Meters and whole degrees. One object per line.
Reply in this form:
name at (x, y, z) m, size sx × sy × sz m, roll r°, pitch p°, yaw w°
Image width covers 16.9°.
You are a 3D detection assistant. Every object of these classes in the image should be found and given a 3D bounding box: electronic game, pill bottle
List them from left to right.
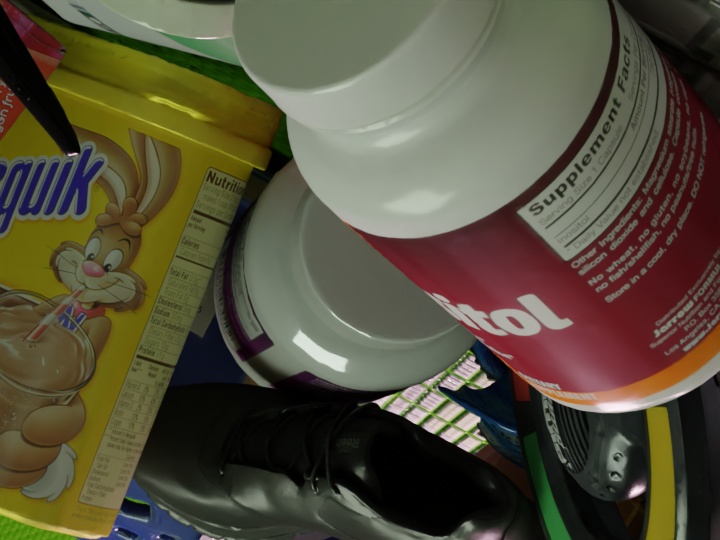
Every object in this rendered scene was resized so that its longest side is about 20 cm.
pill bottle at (0.000, 0.000, 1.059) m, size 0.112 × 0.112 × 0.200 m, roll 29°, pitch 169°, yaw -6°
pill bottle at (0.049, -0.042, 0.789) m, size 0.113 × 0.113 × 0.200 m, roll 16°, pitch 163°, yaw 43°
electronic game at (0.094, 0.051, 0.951) m, size 0.042 × 0.200 × 0.200 m, roll -9°, pitch 174°, yaw -13°

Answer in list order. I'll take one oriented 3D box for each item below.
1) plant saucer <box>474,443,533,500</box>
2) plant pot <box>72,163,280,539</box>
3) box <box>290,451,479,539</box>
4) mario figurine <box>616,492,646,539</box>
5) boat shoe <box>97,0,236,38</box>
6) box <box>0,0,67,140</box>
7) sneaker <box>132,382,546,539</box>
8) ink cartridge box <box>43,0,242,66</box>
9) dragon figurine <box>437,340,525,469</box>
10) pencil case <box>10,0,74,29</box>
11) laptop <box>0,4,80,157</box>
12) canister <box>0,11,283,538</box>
plant saucer at (0.135, 0.124, 1.154) m, size 0.200 × 0.200 × 0.032 m, roll 21°, pitch 131°, yaw 31°
plant pot at (-0.120, 0.020, 1.231) m, size 0.200 × 0.200 × 0.180 m, roll 30°, pitch 161°, yaw -11°
box at (0.036, 0.213, 1.247) m, size 0.105 × 0.184 × 0.200 m, roll -10°, pitch 97°, yaw 65°
mario figurine at (0.213, 0.128, 1.034) m, size 0.200 × 0.123 × 0.106 m, roll 26°, pitch -147°, yaw -21°
boat shoe at (-0.104, -0.152, 0.797) m, size 0.201 × 0.061 × 0.072 m, roll 38°, pitch -148°, yaw 25°
box at (-0.225, -0.110, 1.040) m, size 0.095 × 0.100 × 0.200 m, roll 40°, pitch 178°, yaw -39°
sneaker at (-0.015, 0.083, 1.053) m, size 0.200 × 0.076 × 0.091 m, roll 12°, pitch 157°, yaw 14°
ink cartridge box at (-0.041, -0.089, 0.952) m, size 0.161 × 0.050 × 0.200 m, roll 18°, pitch 162°, yaw 41°
dragon figurine at (0.079, 0.057, 1.156) m, size 0.200 × 0.099 × 0.059 m, roll 20°, pitch 165°, yaw 34°
pencil case at (-0.213, -0.046, 1.134) m, size 0.089 × 0.200 × 0.078 m, roll 35°, pitch 167°, yaw -25°
laptop at (-0.219, -0.121, 0.837) m, size 0.187 × 0.116 × 0.200 m, roll 57°, pitch -178°, yaw 40°
canister at (-0.133, 0.000, 1.052) m, size 0.148 × 0.200 × 0.087 m, roll 21°, pitch 180°, yaw 39°
